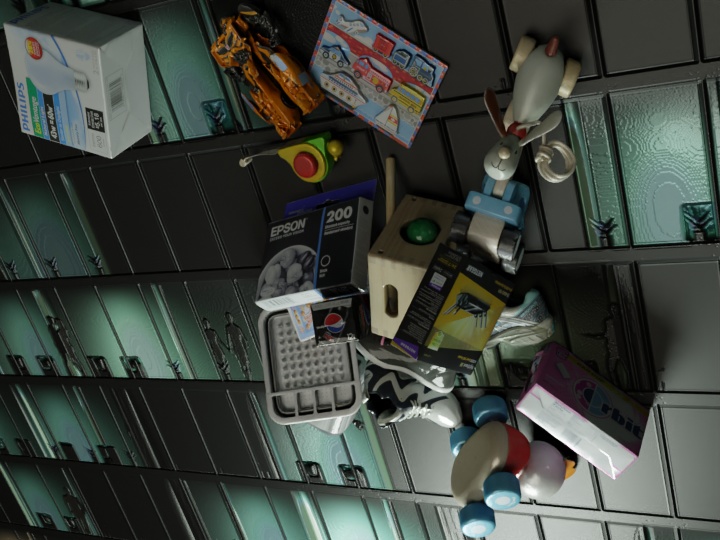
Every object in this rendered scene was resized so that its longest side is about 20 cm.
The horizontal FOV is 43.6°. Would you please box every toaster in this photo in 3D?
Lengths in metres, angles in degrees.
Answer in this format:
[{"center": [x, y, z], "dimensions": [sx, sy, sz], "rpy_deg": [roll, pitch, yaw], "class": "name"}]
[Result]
[{"center": [-0.066, 0.204, 1.633], "dimensions": [0.198, 0.114, 0.131], "rpy_deg": [29, 127, 12], "class": "toaster"}]

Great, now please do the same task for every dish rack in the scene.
[{"center": [-0.083, 0.153, 1.544], "dimensions": [0.168, 0.043, 0.205], "rpy_deg": [-9, 83, 12], "class": "dish rack"}]

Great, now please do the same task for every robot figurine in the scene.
[{"center": [-0.151, -0.310, 1.389], "dimensions": [0.200, 0.058, 0.145], "rpy_deg": [47, 136, -4], "class": "robot figurine"}]

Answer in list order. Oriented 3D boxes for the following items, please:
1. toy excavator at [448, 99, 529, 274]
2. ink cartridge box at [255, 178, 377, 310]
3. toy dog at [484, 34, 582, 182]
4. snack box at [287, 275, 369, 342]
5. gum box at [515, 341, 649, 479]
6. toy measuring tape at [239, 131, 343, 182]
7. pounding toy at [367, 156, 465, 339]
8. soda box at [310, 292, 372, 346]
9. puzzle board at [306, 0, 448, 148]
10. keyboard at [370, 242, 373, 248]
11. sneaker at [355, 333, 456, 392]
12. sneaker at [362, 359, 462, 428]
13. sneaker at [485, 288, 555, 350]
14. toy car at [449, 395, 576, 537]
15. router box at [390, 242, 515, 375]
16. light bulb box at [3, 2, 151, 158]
[{"center": [0.204, -0.121, 1.293], "dimensions": [0.098, 0.204, 0.195], "rpy_deg": [18, 170, 17], "class": "toy excavator"}, {"center": [-0.070, -0.048, 1.431], "dimensions": [0.195, 0.204, 0.043], "rpy_deg": [-13, 148, 34], "class": "ink cartridge box"}, {"center": [0.222, -0.221, 1.161], "dimensions": [0.129, 0.204, 0.097], "rpy_deg": [4, 164, 3], "class": "toy dog"}, {"center": [-0.023, 0.050, 1.501], "dimensions": [0.197, 0.024, 0.073], "rpy_deg": [-22, 92, 9], "class": "snack box"}, {"center": [0.343, 0.213, 1.405], "dimensions": [0.198, 0.114, 0.067], "rpy_deg": [36, 130, 4], "class": "gum box"}, {"center": [-0.106, -0.171, 1.450], "dimensions": [0.197, 0.074, 0.075], "rpy_deg": [-9, 115, 33], "class": "toy measuring tape"}, {"center": [0.074, -0.030, 1.378], "dimensions": [0.140, 0.185, 0.203], "rpy_deg": [14, 134, 20], "class": "pounding toy"}, {"center": [-0.021, 0.073, 1.387], "dimensions": [0.069, 0.200, 0.065], "rpy_deg": [-10, 90, 9], "class": "soda box"}, {"center": [0.018, -0.291, 1.338], "dimensions": [0.198, 0.017, 0.152], "rpy_deg": [33, 129, 8], "class": "puzzle board"}, {"center": [0.000, 0.000, 1.528], "dimensions": [0.104, 0.040, 0.200], "rpy_deg": [-42, 93, 17], "class": "keyboard"}, {"center": [0.083, 0.122, 1.529], "dimensions": [0.197, 0.071, 0.100], "rpy_deg": [25, 127, 6], "class": "sneaker"}, {"center": [0.082, 0.240, 1.549], "dimensions": [0.198, 0.130, 0.079], "rpy_deg": [39, 130, -11], "class": "sneaker"}, {"center": [0.208, 0.074, 1.434], "dimensions": [0.196, 0.077, 0.088], "rpy_deg": [-12, 101, 27], "class": "sneaker"}, {"center": [0.269, 0.344, 1.525], "dimensions": [0.196, 0.186, 0.178], "rpy_deg": [15, 132, -16], "class": "toy car"}, {"center": [0.140, 0.061, 1.313], "dimensions": [0.052, 0.199, 0.160], "rpy_deg": [28, 94, 32], "class": "router box"}, {"center": [-0.473, -0.324, 1.523], "dimensions": [0.196, 0.125, 0.202], "rpy_deg": [16, 126, 18], "class": "light bulb box"}]
